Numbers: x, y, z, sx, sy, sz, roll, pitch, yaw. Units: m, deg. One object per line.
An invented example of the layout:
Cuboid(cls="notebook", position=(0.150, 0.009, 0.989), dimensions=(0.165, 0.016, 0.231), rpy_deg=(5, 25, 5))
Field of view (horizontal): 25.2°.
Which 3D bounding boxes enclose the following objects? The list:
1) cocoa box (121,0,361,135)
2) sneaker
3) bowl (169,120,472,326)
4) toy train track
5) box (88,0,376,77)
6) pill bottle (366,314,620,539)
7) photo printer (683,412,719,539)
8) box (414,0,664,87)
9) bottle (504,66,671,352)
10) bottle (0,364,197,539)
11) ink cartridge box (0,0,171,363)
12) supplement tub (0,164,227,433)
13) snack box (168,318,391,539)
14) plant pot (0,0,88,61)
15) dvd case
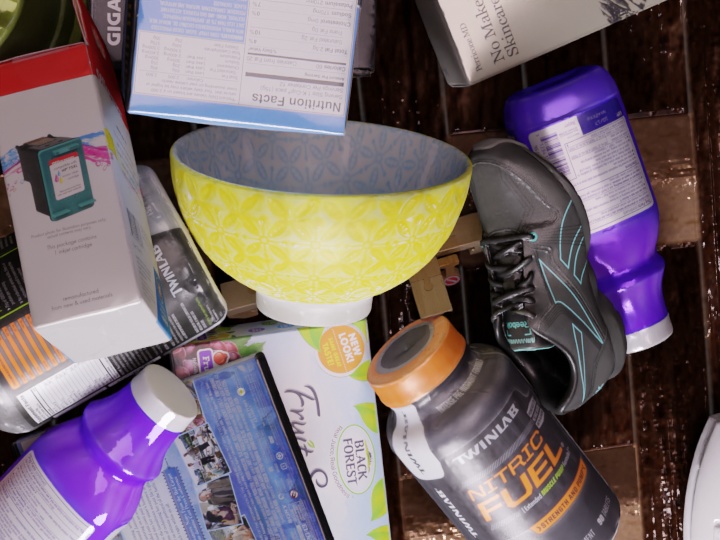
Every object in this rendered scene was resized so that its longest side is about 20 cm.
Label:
Cuboid(cls="cocoa box", position=(-0.077, -0.160, 0.986), dimensions=(0.132, 0.200, 0.133), rpy_deg=(5, 99, -10))
Cuboid(cls="sneaker", position=(0.121, 0.005, 1.095), dimensions=(0.079, 0.075, 0.201), rpy_deg=(-43, 113, -40))
Cuboid(cls="bowl", position=(-0.028, -0.026, 1.071), dimensions=(0.198, 0.200, 0.109), rpy_deg=(0, 108, -10))
Cuboid(cls="toy train track", position=(0.000, 0.000, 1.147), dimensions=(0.198, 0.033, 0.116), rpy_deg=(-15, 61, -1))
Cuboid(cls="box", position=(-0.087, -0.235, 1.102), dimensions=(0.196, 0.050, 0.202), rpy_deg=(1, 96, -11))
Cuboid(cls="pill bottle", position=(0.089, 0.126, 1.136), dimensions=(0.106, 0.106, 0.200), rpy_deg=(-40, 109, -3))
Cuboid(cls="photo printer", position=(0.342, 0.187, 1.218), dimensions=(0.198, 0.069, 0.168), rpy_deg=(0, 97, -10))
Cuboid(cls="box", position=(0.143, -0.203, 1.135), dimensions=(0.199, 0.068, 0.083), rpy_deg=(-25, 101, -7))
Cuboid(cls="bottle", position=(0.170, -0.041, 1.154), dimensions=(0.083, 0.065, 0.202), rpy_deg=(-23, 101, -5))
Cuboid(cls="bottle", position=(-0.191, 0.145, 1.079), dimensions=(0.200, 0.065, 0.084), rpy_deg=(-45, 80, 17))
Cuboid(cls="ink cartridge box", position=(-0.172, -0.056, 0.971), dimensions=(0.067, 0.116, 0.202), rpy_deg=(-14, 76, -1))
Cuboid(cls="supplement tub", position=(-0.200, 0.027, 1.075), dimensions=(0.199, 0.123, 0.123), rpy_deg=(-29, 101, -5))
Cuboid(cls="snack box", position=(-0.056, 0.138, 1.150), dimensions=(0.141, 0.053, 0.202), rpy_deg=(-8, 99, -10))
Cuboid(cls="plant pot", position=(-0.269, -0.179, 1.003), dimensions=(0.198, 0.190, 0.202), rpy_deg=(-1, 96, -10))
Cuboid(cls="dvd case", position=(-0.131, 0.154, 1.110), dimensions=(0.198, 0.018, 0.144), rpy_deg=(-20, 95, 16))
